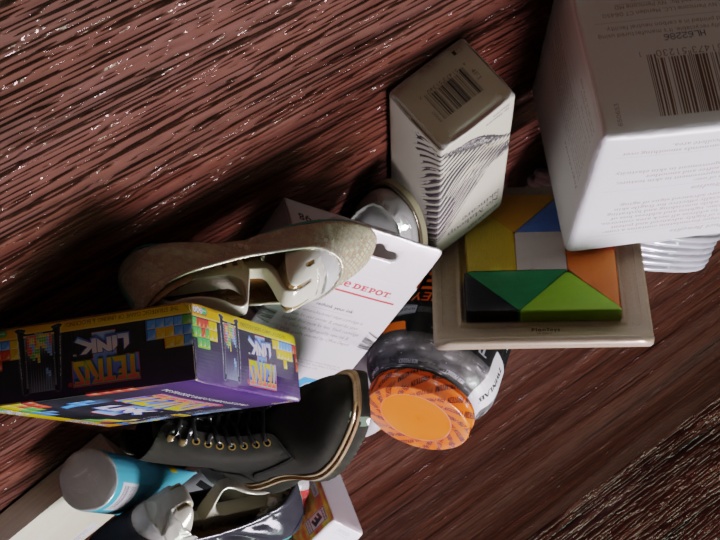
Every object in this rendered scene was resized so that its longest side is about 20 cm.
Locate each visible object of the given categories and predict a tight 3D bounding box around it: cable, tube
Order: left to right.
[{"bbox_3d":[-0.200,0.186,1.414,0.077,0.051,0.200,-24,166,5],"label":"tube"},{"bbox_3d":[0.255,-0.049,1.614,0.198,0.200,0.070,11,100,-17],"label":"cable"}]

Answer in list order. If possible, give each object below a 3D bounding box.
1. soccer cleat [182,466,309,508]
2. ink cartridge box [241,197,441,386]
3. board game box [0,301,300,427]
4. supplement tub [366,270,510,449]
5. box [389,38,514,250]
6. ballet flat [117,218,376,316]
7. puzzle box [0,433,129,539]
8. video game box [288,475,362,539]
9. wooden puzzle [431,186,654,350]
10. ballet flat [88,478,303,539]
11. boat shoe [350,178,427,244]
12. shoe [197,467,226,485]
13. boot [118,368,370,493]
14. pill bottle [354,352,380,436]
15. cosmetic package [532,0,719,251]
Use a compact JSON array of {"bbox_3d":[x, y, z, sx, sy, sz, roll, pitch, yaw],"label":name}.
[{"bbox_3d":[-0.128,0.191,1.551,0.199,0.086,0.068,-8,171,40],"label":"soccer cleat"},{"bbox_3d":[-0.037,0.018,1.322,0.115,0.067,0.200,16,127,-32],"label":"ink cartridge box"},{"bbox_3d":[-0.154,0.072,1.179,0.164,0.057,0.200,-8,169,18],"label":"board game box"},{"bbox_3d":[0.079,0.053,1.489,0.123,0.122,0.201,111,0,-56],"label":"supplement tub"},{"bbox_3d":[0.072,-0.097,1.344,0.082,0.068,0.200,-38,161,-12],"label":"box"},{"bbox_3d":[-0.076,0.009,1.195,0.198,0.063,0.068,-9,134,-18],"label":"ballet flat"},{"bbox_3d":[-0.283,0.229,1.454,0.200,0.025,0.133,-39,162,-6],"label":"puzzle box"},{"bbox_3d":[-0.097,0.237,1.591,0.047,0.200,0.182,29,111,-34],"label":"video game box"},{"bbox_3d":[0.153,-0.011,1.421,0.183,0.201,0.037,-1,135,2],"label":"wooden puzzle"},{"bbox_3d":[-0.136,0.205,1.389,0.199,0.073,0.073,-7,146,-29],"label":"ballet flat"},{"bbox_3d":[0.000,0.000,1.414,0.068,0.075,0.200,-36,163,-31],"label":"boat shoe"},{"bbox_3d":[-0.132,0.108,1.422,0.071,0.092,0.200,-14,138,17],"label":"shoe"},{"bbox_3d":[-0.091,0.124,1.289,0.137,0.078,0.200,13,148,-27],"label":"boot"},{"bbox_3d":[0.046,0.074,1.610,0.199,0.117,0.117,-25,156,-37],"label":"pill bottle"},{"bbox_3d":[0.245,-0.138,1.355,0.166,0.168,0.200,-7,155,-6],"label":"cosmetic package"}]
